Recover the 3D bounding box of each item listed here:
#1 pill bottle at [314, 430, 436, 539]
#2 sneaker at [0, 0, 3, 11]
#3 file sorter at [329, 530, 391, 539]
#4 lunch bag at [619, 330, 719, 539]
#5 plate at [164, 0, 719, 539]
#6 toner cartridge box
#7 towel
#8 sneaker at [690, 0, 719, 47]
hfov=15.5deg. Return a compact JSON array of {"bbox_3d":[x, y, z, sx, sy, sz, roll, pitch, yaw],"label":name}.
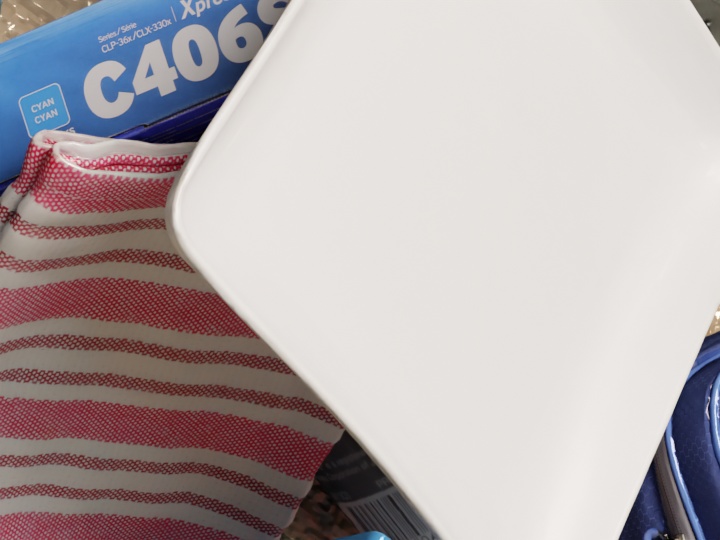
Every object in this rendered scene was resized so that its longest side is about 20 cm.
[{"bbox_3d":[0.000,0.000,0.901,0.113,0.113,0.200,-44,102,-33],"label":"pill bottle"},{"bbox_3d":[-0.148,-0.099,0.801,0.077,0.200,0.087,7,80,12],"label":"sneaker"},{"bbox_3d":[-0.021,0.175,0.789,0.139,0.200,0.123,40,63,-18],"label":"file sorter"},{"bbox_3d":[0.172,0.079,0.979,0.200,0.132,0.136,-21,88,-36],"label":"lunch bag"},{"bbox_3d":[0.034,-0.024,0.747,0.200,0.032,0.200,51,54,-35],"label":"plate"},{"bbox_3d":[-0.090,-0.037,0.795,0.200,0.095,0.043,-22,75,9],"label":"toner cartridge box"},{"bbox_3d":[-0.064,0.038,0.807,0.146,0.200,0.030,6,45,-29],"label":"towel"},{"bbox_3d":[0.091,-0.082,0.884,0.098,0.071,0.200,50,15,20],"label":"sneaker"}]
